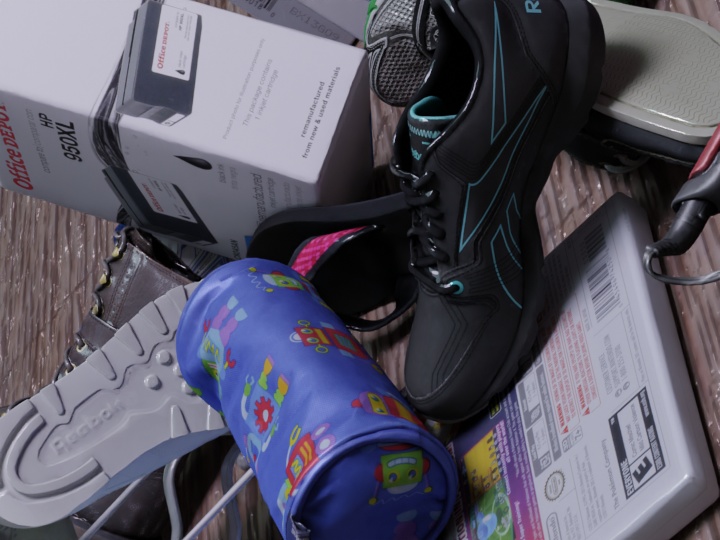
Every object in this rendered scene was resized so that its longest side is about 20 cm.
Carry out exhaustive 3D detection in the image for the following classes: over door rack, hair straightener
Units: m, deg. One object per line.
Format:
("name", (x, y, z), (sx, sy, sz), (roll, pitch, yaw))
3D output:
("over door rack", (-0.097, 0.136, 1.383), (0.200, 0.067, 0.148), (-34, 10, -29))
("hair straightener", (0.182, -0.076, 1.152), (0.200, 0.041, 0.077), (-55, 31, -7))

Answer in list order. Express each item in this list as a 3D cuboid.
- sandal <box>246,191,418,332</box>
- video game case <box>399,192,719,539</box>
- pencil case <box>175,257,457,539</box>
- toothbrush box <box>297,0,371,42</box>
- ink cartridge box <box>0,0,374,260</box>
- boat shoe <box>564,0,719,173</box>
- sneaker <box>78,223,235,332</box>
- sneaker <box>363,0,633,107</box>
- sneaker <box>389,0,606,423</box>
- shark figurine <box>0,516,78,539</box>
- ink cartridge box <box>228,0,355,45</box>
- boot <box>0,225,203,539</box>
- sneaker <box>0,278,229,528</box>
("sandal", (0.000, 0.000, 1.403), (0.200, 0.075, 0.045), (-17, 44, 54))
("video game case", (0.071, 0.083, 1.215), (0.182, 0.023, 0.201), (-43, 29, 24))
("pencil case", (-0.024, 0.069, 1.269), (0.200, 0.078, 0.087), (51, 126, 59))
("toothbrush box", (0.038, -0.223, 1.492), (0.200, 0.146, 0.085), (-51, 25, 23))
("ink cartridge box", (-0.099, -0.079, 1.481), (0.145, 0.199, 0.085), (85, -156, -67))
("boat shoe", (0.121, -0.080, 1.280), (0.072, 0.068, 0.200), (-32, 30, -20))
("sneaker", (-0.091, -0.021, 1.592), (0.075, 0.088, 0.201), (-14, 49, 61))
("sneaker", (0.065, -0.129, 1.414), (0.200, 0.078, 0.086), (-30, 38, 48))
("sneaker", (0.043, -0.033, 1.233), (0.075, 0.079, 0.201), (22, 101, 55))
("shark figurine", (-0.186, 0.170, 1.491), (0.089, 0.216, 0.128), (13, 32, 38))
("ink cartridge box", (-0.060, -0.209, 1.715), (0.050, 0.109, 0.200), (-52, 25, 18))
("boot", (-0.154, 0.056, 1.531), (0.175, 0.199, 0.069), (-67, -12, 9))
("sneaker", (-0.106, 0.064, 1.388), (0.199, 0.077, 0.081), (-26, -9, -14))
